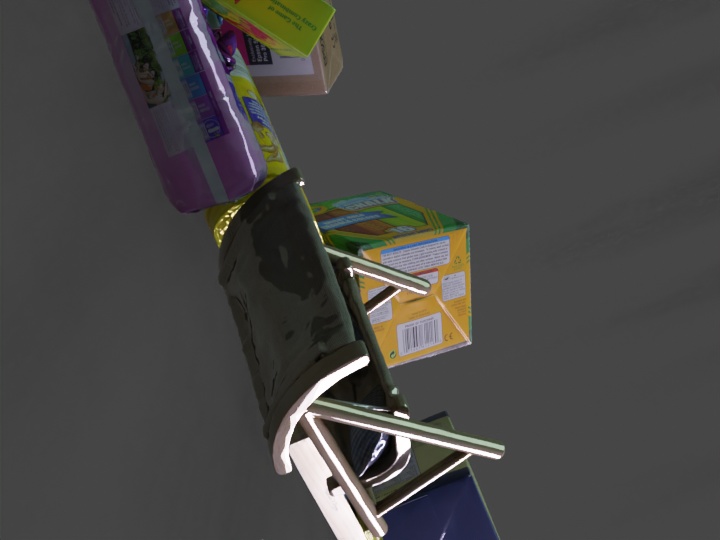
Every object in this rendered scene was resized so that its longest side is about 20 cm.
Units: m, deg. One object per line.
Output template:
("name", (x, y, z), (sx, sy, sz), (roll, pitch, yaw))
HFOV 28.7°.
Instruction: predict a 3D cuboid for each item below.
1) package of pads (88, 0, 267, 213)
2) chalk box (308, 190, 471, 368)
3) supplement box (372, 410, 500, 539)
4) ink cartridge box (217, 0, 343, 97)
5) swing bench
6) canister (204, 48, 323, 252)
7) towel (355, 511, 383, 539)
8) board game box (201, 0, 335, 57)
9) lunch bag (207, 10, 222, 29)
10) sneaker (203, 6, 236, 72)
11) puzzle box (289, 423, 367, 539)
("package of pads", (-0.134, -0.141, 1.035), (0.121, 0.076, 0.200), (-135, -157, -85))
("chalk box", (0.000, 0.000, 1.350), (0.200, 0.125, 0.124), (25, -57, 53))
("supplement box", (0.072, 0.279, 1.414), (0.200, 0.134, 0.200), (-107, 175, -77))
("ink cartridge box", (-0.118, -0.285, 1.485), (0.075, 0.164, 0.200), (-68, 152, -53))
("swing bench", (-0.019, 0.064, 1.085), (0.200, 0.130, 0.199), (38, 23, -42))
("canister", (-0.106, -0.092, 1.268), (0.149, 0.086, 0.200), (69, -1, -54))
("towel", (-0.009, 0.171, 1.288), (0.086, 0.018, 0.200), (66, 2, -51))
("board game box", (-0.125, -0.247, 1.145), (0.200, 0.048, 0.102), (32, -1, -18))
("lunch bag", (-0.199, -0.323, 1.324), (0.161, 0.082, 0.200), (-110, 178, -47))
("sneaker", (-0.137, -0.164, 1.183), (0.081, 0.083, 0.200), (67, 3, -59))
("puzzle box", (-0.040, 0.154, 1.240), (0.200, 0.025, 0.133), (67, 1, -47))
